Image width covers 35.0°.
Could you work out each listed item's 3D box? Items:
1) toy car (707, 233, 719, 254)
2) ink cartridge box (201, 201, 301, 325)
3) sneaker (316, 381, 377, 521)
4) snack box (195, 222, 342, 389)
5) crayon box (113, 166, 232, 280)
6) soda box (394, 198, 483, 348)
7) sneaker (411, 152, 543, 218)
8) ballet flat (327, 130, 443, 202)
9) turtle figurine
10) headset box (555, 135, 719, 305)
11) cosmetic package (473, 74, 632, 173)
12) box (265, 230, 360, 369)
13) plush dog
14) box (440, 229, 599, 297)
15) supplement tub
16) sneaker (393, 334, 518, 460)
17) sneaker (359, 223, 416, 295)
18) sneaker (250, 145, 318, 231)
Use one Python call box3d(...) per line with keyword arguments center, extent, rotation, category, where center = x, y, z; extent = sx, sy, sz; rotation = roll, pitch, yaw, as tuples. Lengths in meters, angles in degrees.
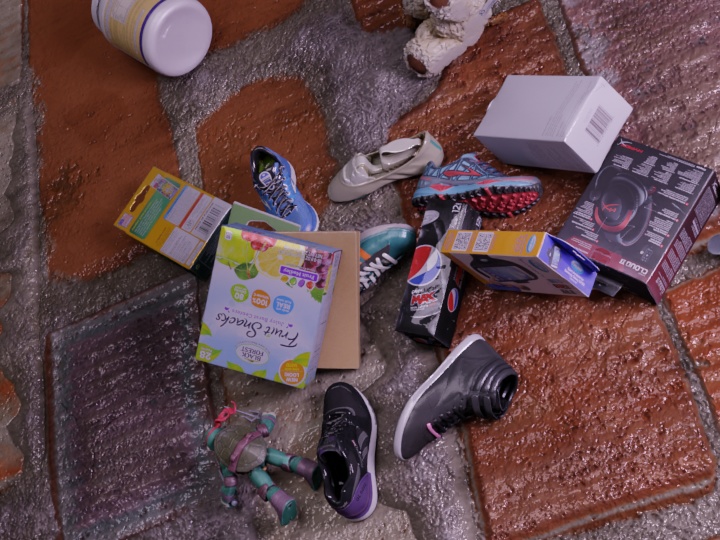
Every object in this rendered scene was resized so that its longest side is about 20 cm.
box3d(center=(0.527, -0.066, 1.408), extent=(0.200, 0.158, 0.165), rotation=(11, 81, 43), category="toy car")
box3d(center=(-0.155, 0.011, 1.732), extent=(0.145, 0.048, 0.200), rotation=(20, 97, 34), category="ink cartridge box")
box3d(center=(-0.023, 0.235, 1.565), extent=(0.076, 0.088, 0.200), rotation=(-21, 57, 17), category="sneaker")
box3d(center=(-0.130, 0.049, 1.624), extent=(0.168, 0.068, 0.200), rotation=(13, 100, 11), category="snack box")
box3d(center=(-0.300, -0.080, 1.893), extent=(0.200, 0.052, 0.126), rotation=(27, 80, 34), category="crayon box")
box3d(center=(0.111, 0.003, 1.612), extent=(0.063, 0.071, 0.200), rotation=(8, 76, 28), category="soda box")
box3d(center=(0.169, -0.134, 1.660), extent=(0.200, 0.079, 0.096), rotation=(0, 63, 27), category="sneaker")
box3d(center=(0.028, -0.164, 1.756), extent=(0.200, 0.069, 0.070), rotation=(-19, 58, 18), category="ballet flat")
box3d(center=(-0.156, 0.269, 1.617), extent=(0.200, 0.101, 0.150), rotation=(27, 80, 29), category="turtle figurine")
box3d(center=(0.364, -0.060, 1.523), extent=(0.149, 0.075, 0.200), rotation=(26, 79, 35), category="headset box")
box3d(center=(0.266, -0.209, 1.607), extent=(0.113, 0.081, 0.200), rotation=(-58, 31, -9), category="cosmetic package")
box3d(center=(-0.080, 0.042, 1.657), extent=(0.163, 0.021, 0.200), rotation=(0, 94, 13), category="box")
box3d(center=(0.125, -0.431, 1.799), extent=(0.160, 0.200, 0.172), rotation=(-23, 61, -25), category="plush dog")
box3d(center=(0.216, -0.010, 1.512), extent=(0.200, 0.119, 0.042), rotation=(7, 69, 51), category="box")
box3d(center=(-0.379, -0.449, 2.064), extent=(0.200, 0.145, 0.146), rotation=(33, 83, 35), category="supplement tub")
box3d(center=(0.131, 0.184, 1.521), extent=(0.099, 0.071, 0.200), rotation=(32, 79, 40), category="sneaker")
box3d(center=(0.000, 0.000, 1.689), extent=(0.200, 0.071, 0.080), rotation=(-25, 57, 24), category="sneaker")
box3d(center=(-0.132, -0.117, 1.801), extent=(0.078, 0.089, 0.200), rotation=(-34, 55, 9), category="sneaker")
